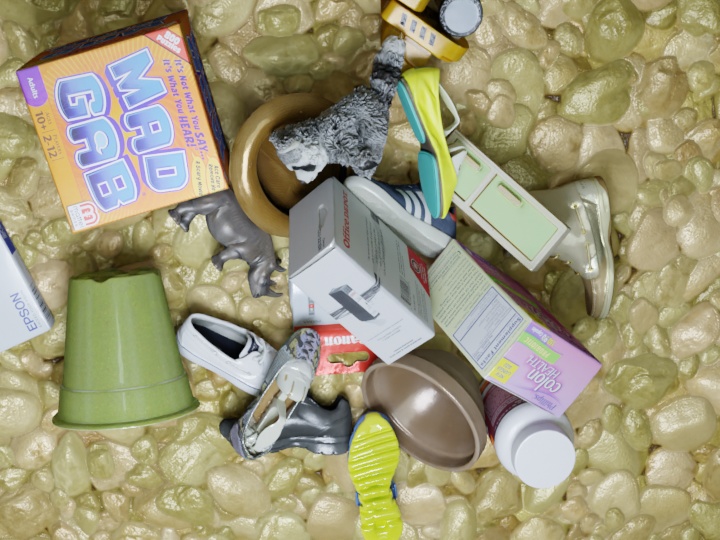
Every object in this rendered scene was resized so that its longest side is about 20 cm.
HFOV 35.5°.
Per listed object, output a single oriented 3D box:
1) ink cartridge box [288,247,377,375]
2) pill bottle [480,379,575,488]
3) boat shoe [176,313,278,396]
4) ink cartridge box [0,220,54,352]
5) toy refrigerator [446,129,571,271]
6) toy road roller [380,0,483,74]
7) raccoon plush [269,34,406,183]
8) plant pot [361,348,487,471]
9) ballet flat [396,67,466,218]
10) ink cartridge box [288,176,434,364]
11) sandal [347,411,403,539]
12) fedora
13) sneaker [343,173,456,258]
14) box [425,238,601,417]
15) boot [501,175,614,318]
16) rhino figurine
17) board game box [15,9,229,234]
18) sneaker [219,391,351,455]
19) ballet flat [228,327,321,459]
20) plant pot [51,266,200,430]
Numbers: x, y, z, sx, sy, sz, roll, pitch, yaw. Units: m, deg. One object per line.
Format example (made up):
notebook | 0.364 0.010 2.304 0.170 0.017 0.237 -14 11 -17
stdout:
ink cartridge box | -0.019 0.057 1.585 0.159 0.050 0.204 -4 105 -5
pill bottle | 0.234 0.220 1.584 0.111 0.200 0.115 -2 108 -5
boat shoe | -0.160 0.120 1.566 0.197 0.074 0.066 21 141 -13
ink cartridge box | -0.548 0.030 1.522 0.198 0.043 0.199 -25 109 0
toy refrigerator | 0.181 -0.093 1.504 0.200 0.070 0.076 43 101 12
toy road roller | 0.054 -0.335 1.435 0.198 0.123 0.147 31 113 -15
raccoon plush | -0.033 -0.204 1.397 0.132 0.097 0.203 14 84 -13
plant pot | 0.106 0.179 1.591 0.093 0.199 0.202 -45 112 -33
ballet flat | 0.101 -0.166 1.447 0.066 0.067 0.203 -22 113 -12
ink cartridge box | 0.000 0.000 1.442 0.083 0.145 0.200 -33 124 23
sandal | 0.019 0.295 1.641 0.078 0.087 0.203 -3 109 -5
fedora | -0.089 -0.144 1.485 0.198 0.082 0.204 -10 116 -20
sneaker | 0.056 -0.094 1.515 0.199 0.074 0.086 32 62 -37
box | 0.194 0.076 1.505 0.175 0.200 0.097 30 104 -41
boot | 0.275 -0.023 1.579 0.153 0.073 0.203 -8 106 -4
rhino figurine | -0.168 -0.036 1.532 0.087 0.060 0.201 -42 111 -4
board game box | -0.284 -0.191 1.397 0.197 0.200 0.203 -16 108 -1
sneaker | -0.105 0.214 1.620 0.197 0.076 0.092 2 98 -14
ballet flat | -0.106 0.176 1.535 0.071 0.072 0.202 31 96 -15
plant pot | -0.320 0.096 1.507 0.196 0.200 0.194 -4 95 -5
